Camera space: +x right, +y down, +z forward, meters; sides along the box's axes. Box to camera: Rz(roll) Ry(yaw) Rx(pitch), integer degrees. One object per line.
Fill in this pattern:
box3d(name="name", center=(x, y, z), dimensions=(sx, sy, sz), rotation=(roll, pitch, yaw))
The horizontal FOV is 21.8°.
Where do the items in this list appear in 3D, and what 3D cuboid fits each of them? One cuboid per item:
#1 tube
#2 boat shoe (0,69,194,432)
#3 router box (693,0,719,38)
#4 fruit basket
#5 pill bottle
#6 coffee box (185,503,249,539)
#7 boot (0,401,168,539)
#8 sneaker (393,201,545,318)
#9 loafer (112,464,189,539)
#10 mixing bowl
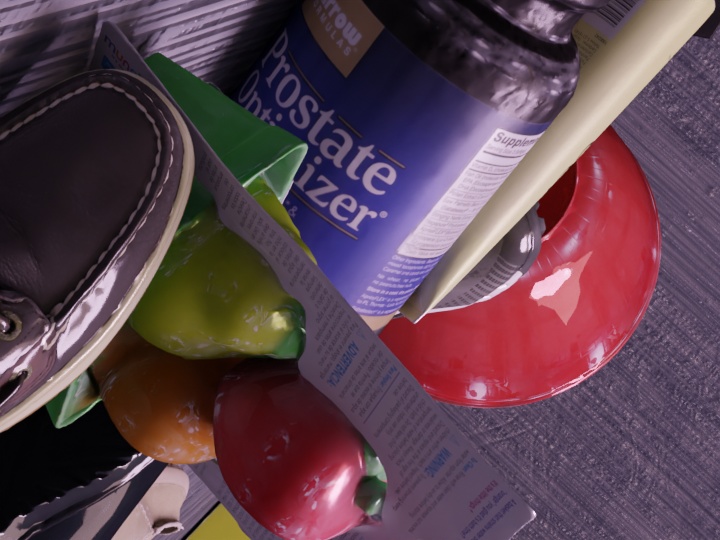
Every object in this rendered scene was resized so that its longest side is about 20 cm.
box3d(name="tube", center=(0.075, -0.061, 0.834), dimensions=(0.200, 0.052, 0.058), rotation=(-47, 167, -5))
box3d(name="boat shoe", center=(-0.125, 0.020, 0.523), dimensions=(0.201, 0.072, 0.066), rotation=(-43, 179, -5))
box3d(name="router box", center=(0.188, -0.224, 0.970), dimensions=(0.200, 0.052, 0.159), rotation=(83, 18, -81))
box3d(name="fruit basket", center=(-0.034, 0.032, 0.633), dimensions=(0.094, 0.200, 0.186), rotation=(-43, 172, -30))
box3d(name="pill bottle", center=(0.017, -0.073, 0.755), dimensions=(0.200, 0.112, 0.112), rotation=(-52, 173, 24))
box3d(name="coffee box", center=(-0.110, 0.368, 2.178), dimensions=(0.200, 0.200, 0.198), rotation=(-45, 173, -32))
box3d(name="boot", center=(-0.136, 0.138, 0.849), dimensions=(0.200, 0.076, 0.169), rotation=(-40, 142, -19))
box3d(name="sneaker", center=(0.000, 0.000, 0.924), dimensions=(0.199, 0.067, 0.090), rotation=(-10, -170, 44))
box3d(name="loafer", center=(-0.144, 0.131, 0.998), dimensions=(0.200, 0.075, 0.069), rotation=(44, 52, -75))
box3d(name="mixing bowl", center=(0.070, -0.034, 1.025), dimensions=(0.200, 0.200, 0.108), rotation=(-47, 165, -11))
